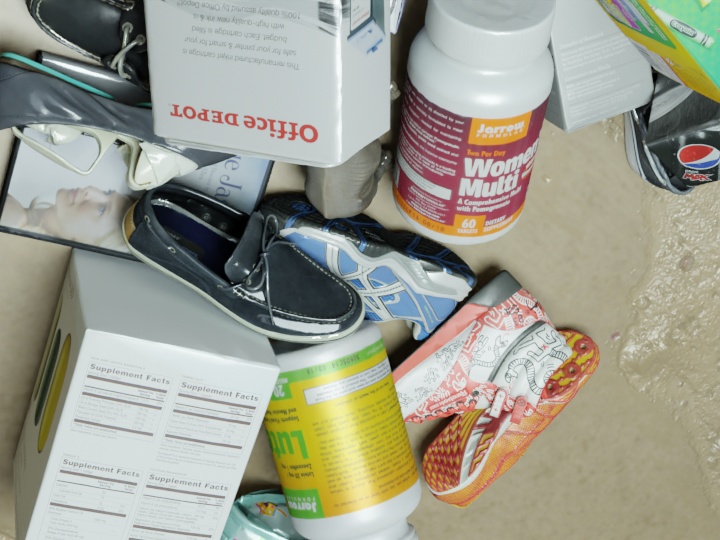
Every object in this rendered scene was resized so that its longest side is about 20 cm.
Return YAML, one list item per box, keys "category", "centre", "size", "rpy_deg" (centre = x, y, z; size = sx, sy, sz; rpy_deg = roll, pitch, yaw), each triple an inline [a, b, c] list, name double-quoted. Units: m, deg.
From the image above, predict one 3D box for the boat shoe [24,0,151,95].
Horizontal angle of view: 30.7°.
- category: "boat shoe"
  centre: [-0.149, -0.160, 0.954]
  size: [0.199, 0.061, 0.074]
  rpy_deg: [22, 131, -26]

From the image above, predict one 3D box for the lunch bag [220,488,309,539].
- category: "lunch bag"
  centre: [-0.070, 0.293, 1.160]
  size: [0.199, 0.122, 0.171]
  rpy_deg: [22, 106, -30]

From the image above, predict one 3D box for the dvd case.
- category: "dvd case"
  centre: [-0.170, -0.076, 1.018]
  size: [0.199, 0.018, 0.144]
  rpy_deg: [12, 109, -22]

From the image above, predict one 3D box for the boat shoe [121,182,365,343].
- category: "boat shoe"
  centre: [-0.086, -0.006, 0.993]
  size: [0.199, 0.075, 0.062]
  rpy_deg: [27, 146, -4]

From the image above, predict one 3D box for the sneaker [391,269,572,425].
- category: "sneaker"
  centre: [0.088, 0.105, 1.126]
  size: [0.201, 0.067, 0.108]
  rpy_deg: [-43, 83, 4]

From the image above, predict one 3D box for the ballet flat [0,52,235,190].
- category: "ballet flat"
  centre: [-0.177, -0.097, 0.954]
  size: [0.199, 0.073, 0.074]
  rpy_deg: [16, 108, -17]

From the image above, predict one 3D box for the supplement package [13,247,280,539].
- category: "supplement package"
  centre: [-0.175, 0.115, 1.027]
  size: [0.150, 0.152, 0.201]
  rpy_deg: [13, 109, -21]

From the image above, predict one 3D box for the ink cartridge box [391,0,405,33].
- category: "ink cartridge box"
  centre: [-0.030, -0.253, 0.948]
  size: [0.198, 0.076, 0.137]
  rpy_deg: [7, 110, -18]

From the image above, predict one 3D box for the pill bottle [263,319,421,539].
- category: "pill bottle"
  centre: [-0.014, 0.151, 1.063]
  size: [0.110, 0.111, 0.202]
  rpy_deg: [-16, 95, -10]

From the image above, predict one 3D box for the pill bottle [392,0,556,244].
- category: "pill bottle"
  centre: [0.086, -0.125, 0.989]
  size: [0.109, 0.110, 0.201]
  rpy_deg: [-8, 138, -13]

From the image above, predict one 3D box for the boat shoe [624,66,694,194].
- category: "boat shoe"
  centre: [0.245, -0.156, 1.082]
  size: [0.071, 0.068, 0.201]
  rpy_deg: [-18, 117, -9]

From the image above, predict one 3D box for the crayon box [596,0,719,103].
- category: "crayon box"
  centre: [0.197, -0.205, 0.897]
  size: [0.058, 0.119, 0.200]
  rpy_deg: [-46, 120, 5]

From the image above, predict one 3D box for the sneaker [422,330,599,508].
- category: "sneaker"
  centre: [0.136, 0.131, 1.189]
  size: [0.200, 0.073, 0.077]
  rpy_deg: [-42, 149, 1]

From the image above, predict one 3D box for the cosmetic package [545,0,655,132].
- category: "cosmetic package"
  centre: [0.157, -0.222, 1.004]
  size: [0.090, 0.107, 0.201]
  rpy_deg: [-21, 116, -7]

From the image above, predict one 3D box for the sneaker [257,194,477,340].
- category: "sneaker"
  centre: [0.000, 0.000, 1.072]
  size: [0.199, 0.076, 0.077]
  rpy_deg: [23, 110, -23]

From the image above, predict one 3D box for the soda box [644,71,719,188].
- category: "soda box"
  centre: [0.279, -0.167, 1.019]
  size: [0.063, 0.070, 0.201]
  rpy_deg: [37, 55, -33]

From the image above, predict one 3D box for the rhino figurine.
- category: "rhino figurine"
  centre: [-0.012, -0.114, 0.973]
  size: [0.088, 0.059, 0.201]
  rpy_deg: [-59, 162, -30]

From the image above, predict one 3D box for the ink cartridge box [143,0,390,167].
- category: "ink cartridge box"
  centre: [-0.060, -0.182, 0.843]
  size: [0.145, 0.086, 0.202]
  rpy_deg: [11, 118, 23]
